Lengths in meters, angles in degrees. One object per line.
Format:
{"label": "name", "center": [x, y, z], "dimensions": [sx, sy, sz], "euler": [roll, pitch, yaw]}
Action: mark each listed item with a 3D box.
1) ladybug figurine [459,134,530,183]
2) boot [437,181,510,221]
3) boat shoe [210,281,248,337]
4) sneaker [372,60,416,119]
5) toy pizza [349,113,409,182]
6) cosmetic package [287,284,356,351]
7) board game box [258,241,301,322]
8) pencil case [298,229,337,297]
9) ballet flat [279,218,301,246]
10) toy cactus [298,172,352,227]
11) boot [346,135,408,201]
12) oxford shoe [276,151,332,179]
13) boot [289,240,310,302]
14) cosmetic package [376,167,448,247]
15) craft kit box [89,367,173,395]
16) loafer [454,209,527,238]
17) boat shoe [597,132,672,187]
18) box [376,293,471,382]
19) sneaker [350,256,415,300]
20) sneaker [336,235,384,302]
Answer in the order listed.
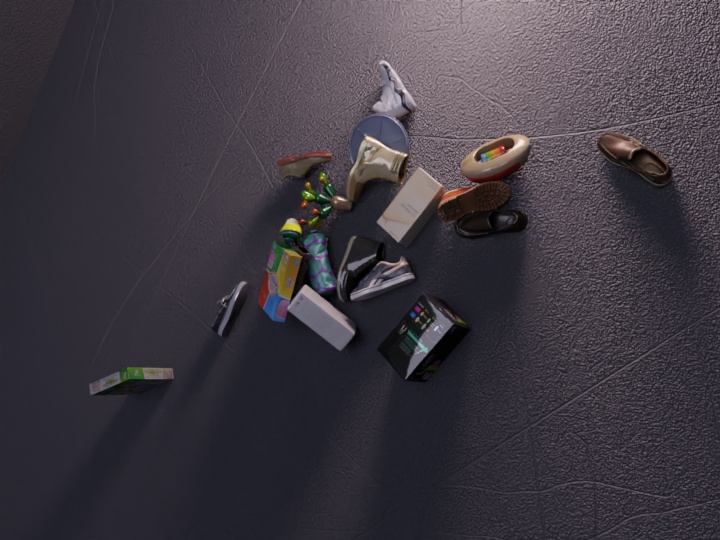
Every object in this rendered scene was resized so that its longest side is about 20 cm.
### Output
{"label": "ladybug figurine", "center": [0.364, -0.292, 1.569], "dimensions": [0.197, 0.072, 0.137], "euler": [-19, 36, 20]}
{"label": "boot", "center": [0.306, -0.204, 1.589], "dimensions": [0.197, 0.108, 0.076], "euler": [-16, 112, 17]}
{"label": "boat shoe", "center": [-0.440, 0.119, 1.947], "dimensions": [0.067, 0.073, 0.202], "euler": [29, 104, 15]}
{"label": "sneaker", "center": [0.079, -0.540, 1.782], "dimensions": [0.114, 0.075, 0.202], "euler": [-34, 70, 16]}
{"label": "toy pizza", "center": [0.059, -0.371, 1.769], "dimensions": [0.197, 0.032, 0.204], "euler": [6, 104, 24]}
{"label": "cosmetic package", "center": [-0.110, 0.136, 1.698], "dimensions": [0.199, 0.102, 0.074], "euler": [40, 101, -4]}
{"label": "board game box", "center": [-0.243, 0.031, 1.745], "dimensions": [0.153, 0.040, 0.203], "euler": [33, 109, 58]}
{"label": "pencil case", "center": [-0.124, -0.019, 1.792], "dimensions": [0.091, 0.085, 0.203], "euler": [-16, 72, -5]}
{"label": "ballet flat", "center": [-0.215, -0.124, 1.812], "dimensions": [0.066, 0.200, 0.068], "euler": [10, 78, -6]}
{"label": "toy cactus", "center": [-0.108, -0.208, 1.813], "dimensions": [0.162, 0.103, 0.202], "euler": [11, 51, 1]}
{"label": "boot", "center": [0.050, -0.278, 1.739], "dimensions": [0.154, 0.073, 0.203], "euler": [26, 108, 16]}
{"label": "oxford shoe", "center": [-0.176, -0.342, 1.904], "dimensions": [0.197, 0.070, 0.076], "euler": [-4, 105, 26]}
{"label": "boot", "center": [-0.210, -0.007, 1.799], "dimensions": [0.199, 0.068, 0.177], "euler": [27, 113, 52]}
{"label": "cosmetic package", "center": [0.151, -0.180, 1.680], "dimensions": [0.103, 0.073, 0.201], "euler": [43, 101, 27]}
{"label": "craft kit box", "center": [-0.786, 0.383, 2.015], "dimensions": [0.195, 0.199, 0.049], "euler": [-26, 69, 23]}
{"label": "loafer", "center": [0.343, -0.135, 1.566], "dimensions": [0.197, 0.071, 0.074], "euler": [-8, 77, 27]}
{"label": "boat shoe", "center": [0.665, -0.283, 1.416], "dimensions": [0.202, 0.075, 0.075], "euler": [40, 100, 28]}
{"label": "box", "center": [0.170, 0.182, 1.558], "dimensions": [0.124, 0.148, 0.201], "euler": [45, 102, 28]}
{"label": "sneaker", "center": [0.056, 0.024, 1.692], "dimensions": [0.197, 0.078, 0.081], "euler": [-21, 76, 12]}
{"label": "sneaker", "center": [0.000, 0.000, 1.726], "dimensions": [0.105, 0.074, 0.204], "euler": [11, 85, 32]}
